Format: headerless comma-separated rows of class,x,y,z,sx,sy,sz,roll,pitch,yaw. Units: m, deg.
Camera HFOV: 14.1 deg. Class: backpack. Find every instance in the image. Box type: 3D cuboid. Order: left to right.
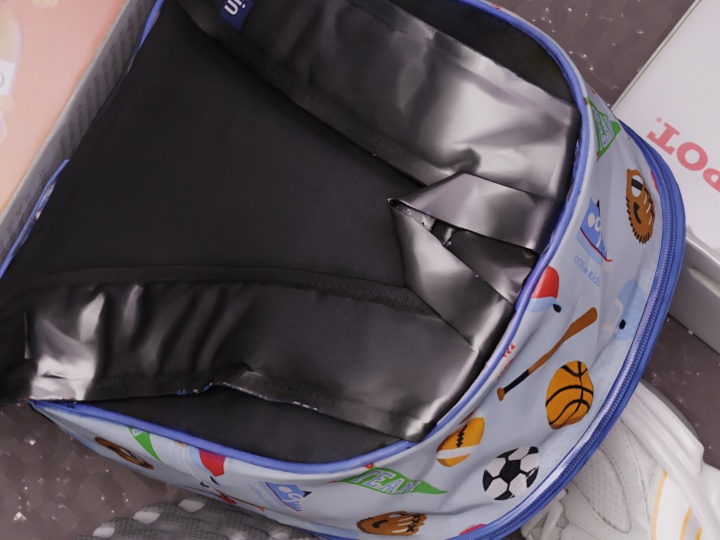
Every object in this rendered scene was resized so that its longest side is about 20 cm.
backpack,0.000,0.000,0.888,0.190,0.154,0.201,18,81,45

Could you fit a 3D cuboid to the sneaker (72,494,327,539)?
sneaker,-0.078,0.131,0.934,0.199,0.075,0.082,-19,104,-12

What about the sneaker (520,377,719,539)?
sneaker,0.086,0.113,0.930,0.092,0.076,0.200,-34,77,-25

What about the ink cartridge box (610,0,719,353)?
ink cartridge box,0.181,-0.057,0.991,0.146,0.084,0.200,38,74,7

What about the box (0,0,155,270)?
box,-0.166,-0.060,0.955,0.152,0.106,0.201,27,73,4
